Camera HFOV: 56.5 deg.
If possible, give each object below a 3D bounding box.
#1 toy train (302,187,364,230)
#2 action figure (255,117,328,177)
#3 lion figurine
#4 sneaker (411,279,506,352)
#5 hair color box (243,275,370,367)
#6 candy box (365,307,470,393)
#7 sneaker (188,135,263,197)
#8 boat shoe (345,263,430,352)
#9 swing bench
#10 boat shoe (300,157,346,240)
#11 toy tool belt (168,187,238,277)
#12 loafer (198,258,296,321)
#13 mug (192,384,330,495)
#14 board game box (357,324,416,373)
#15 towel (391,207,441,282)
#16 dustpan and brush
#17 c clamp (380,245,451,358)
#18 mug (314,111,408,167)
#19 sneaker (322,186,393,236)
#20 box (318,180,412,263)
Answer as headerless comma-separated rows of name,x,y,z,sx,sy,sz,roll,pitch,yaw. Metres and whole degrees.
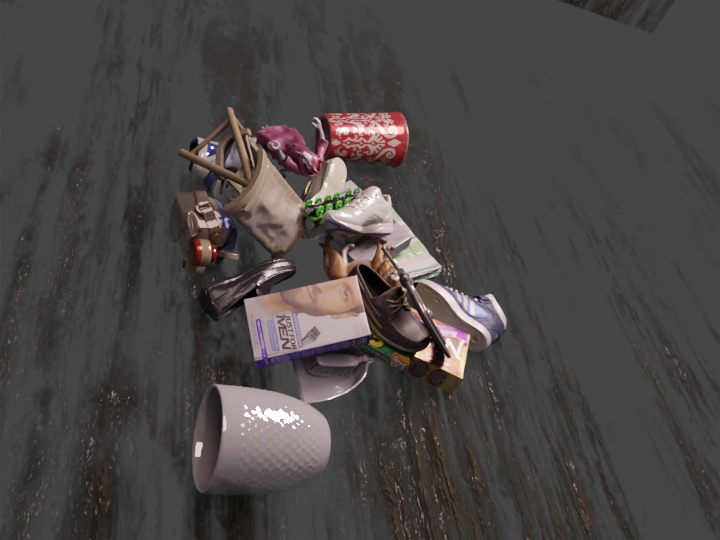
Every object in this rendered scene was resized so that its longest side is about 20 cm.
toy train,-0.047,-0.124,1.344,0.042,0.057,0.199,29,30,26
action figure,-0.132,-0.224,1.345,0.133,0.150,0.200,-23,40,-23
lion figurine,0.000,0.000,1.297,0.198,0.072,0.124,2,70,23
sneaker,0.211,0.075,1.387,0.200,0.081,0.146,39,34,15
hair color box,-0.091,0.087,1.138,0.198,0.065,0.110,-12,71,-8
candy box,0.104,0.138,1.274,0.198,0.057,0.117,24,42,-2
sneaker,-0.294,-0.247,1.412,0.115,0.081,0.200,35,44,4
boat shoe,0.045,0.064,1.188,0.200,0.074,0.074,40,45,19
swing bench,-0.201,-0.156,1.252,0.130,0.199,0.200,-41,59,-2
boat shoe,-0.089,-0.145,1.379,0.072,0.060,0.203,48,51,-40
toy tool belt,-0.267,-0.070,1.219,0.122,0.126,0.200,3,30,-32
loafer,-0.195,0.035,1.207,0.199,0.068,0.071,-24,71,-36
mug,-0.148,0.239,0.991,0.174,0.149,0.200,12,14,-26
board game box,0.016,0.099,1.213,0.199,0.024,0.105,29,44,8
towel,0.073,-0.056,1.466,0.148,0.031,0.201,-14,57,-38
dustpan and brush,-0.017,0.162,1.182,0.198,0.057,0.140,3,48,-27
c clamp,0.111,0.065,1.201,0.027,0.200,0.172,-30,46,3
mug,-0.010,-0.314,1.628,0.198,0.177,0.135,-4,87,-26
sneaker,-0.006,-0.118,1.319,0.074,0.101,0.199,8,6,36
box,-0.012,-0.092,1.422,0.155,0.041,0.200,-31,64,-34
